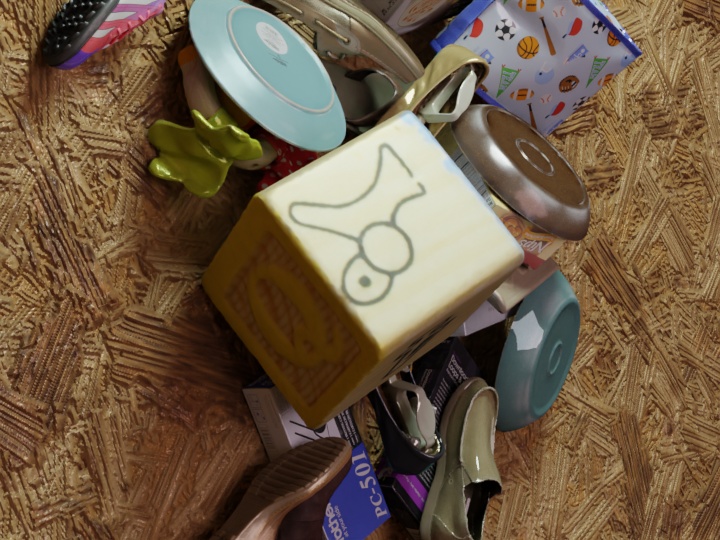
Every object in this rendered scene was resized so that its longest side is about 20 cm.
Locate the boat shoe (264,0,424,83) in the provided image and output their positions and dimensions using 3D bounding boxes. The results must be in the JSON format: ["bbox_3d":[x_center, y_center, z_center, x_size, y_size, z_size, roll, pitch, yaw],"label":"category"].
[{"bbox_3d":[-0.023,-0.251,1.730,0.200,0.065,0.071,38,11,-8],"label":"boat shoe"}]

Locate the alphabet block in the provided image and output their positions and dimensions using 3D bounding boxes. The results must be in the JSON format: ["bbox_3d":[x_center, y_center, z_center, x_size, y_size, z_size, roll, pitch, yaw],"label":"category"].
[{"bbox_3d":[-0.001,0.000,1.604,0.200,0.196,0.195,-31,77,-33],"label":"alphabet block"}]

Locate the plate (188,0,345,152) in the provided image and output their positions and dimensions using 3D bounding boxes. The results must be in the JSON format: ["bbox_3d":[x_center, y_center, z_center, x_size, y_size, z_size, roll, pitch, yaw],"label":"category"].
[{"bbox_3d":[-0.084,-0.201,1.649,0.200,0.026,0.200,34,32,-24],"label":"plate"}]

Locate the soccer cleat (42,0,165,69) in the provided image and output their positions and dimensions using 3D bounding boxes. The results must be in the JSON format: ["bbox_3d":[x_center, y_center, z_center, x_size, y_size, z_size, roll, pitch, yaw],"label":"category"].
[{"bbox_3d":[-0.220,-0.244,1.554,0.073,0.068,0.200,55,48,-34],"label":"soccer cleat"}]

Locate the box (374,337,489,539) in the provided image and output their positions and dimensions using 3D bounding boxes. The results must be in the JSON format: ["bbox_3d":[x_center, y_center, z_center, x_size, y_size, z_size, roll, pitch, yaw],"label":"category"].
[{"bbox_3d":[0.087,0.189,1.846,0.143,0.036,0.200,56,50,-42],"label":"box"}]

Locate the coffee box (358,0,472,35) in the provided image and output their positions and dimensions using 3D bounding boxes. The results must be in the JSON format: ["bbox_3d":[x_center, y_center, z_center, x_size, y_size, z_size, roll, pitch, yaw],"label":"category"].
[{"bbox_3d":[0.074,-0.328,1.831,0.200,0.114,0.080,-26,76,-46],"label":"coffee box"}]

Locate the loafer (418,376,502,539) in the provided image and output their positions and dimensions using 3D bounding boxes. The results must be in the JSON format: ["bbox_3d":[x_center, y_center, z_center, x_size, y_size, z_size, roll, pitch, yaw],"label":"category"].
[{"bbox_3d":[0.121,0.214,1.806,0.076,0.067,0.200,32,67,-53],"label":"loafer"}]

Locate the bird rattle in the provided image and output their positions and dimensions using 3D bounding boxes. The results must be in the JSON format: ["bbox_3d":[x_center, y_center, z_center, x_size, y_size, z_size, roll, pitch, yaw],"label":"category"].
[{"bbox_3d":[-0.111,-0.145,1.641,0.200,0.113,0.163,0,69,-50],"label":"bird rattle"}]

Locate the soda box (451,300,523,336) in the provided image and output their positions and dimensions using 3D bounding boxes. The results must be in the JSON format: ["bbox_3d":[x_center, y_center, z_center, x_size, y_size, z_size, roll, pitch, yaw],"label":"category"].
[{"bbox_3d":[0.136,0.023,1.889,0.200,0.064,0.068,-18,102,-55],"label":"soda box"}]

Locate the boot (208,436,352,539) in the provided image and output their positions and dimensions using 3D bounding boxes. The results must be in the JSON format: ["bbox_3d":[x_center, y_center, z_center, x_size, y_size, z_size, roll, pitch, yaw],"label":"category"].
[{"bbox_3d":[-0.060,0.278,1.655,0.200,0.072,0.166,-42,125,-20],"label":"boot"}]

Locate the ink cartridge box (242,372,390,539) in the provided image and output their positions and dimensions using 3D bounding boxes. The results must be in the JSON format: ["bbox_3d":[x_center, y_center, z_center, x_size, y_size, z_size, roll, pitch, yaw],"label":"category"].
[{"bbox_3d":[-0.043,0.187,1.714,0.094,0.044,0.200,-34,111,-42],"label":"ink cartridge box"}]

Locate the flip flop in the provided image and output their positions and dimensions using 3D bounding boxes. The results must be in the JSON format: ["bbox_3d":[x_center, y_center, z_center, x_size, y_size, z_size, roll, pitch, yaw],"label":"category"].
[{"bbox_3d":[0.005,-0.188,1.794,0.200,0.058,0.081,13,75,-45],"label":"flip flop"}]

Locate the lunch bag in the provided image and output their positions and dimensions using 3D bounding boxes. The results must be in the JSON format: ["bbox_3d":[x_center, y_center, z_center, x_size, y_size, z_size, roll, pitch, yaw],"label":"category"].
[{"bbox_3d":[0.190,-0.267,1.901,0.200,0.170,0.124,28,23,-48],"label":"lunch bag"}]

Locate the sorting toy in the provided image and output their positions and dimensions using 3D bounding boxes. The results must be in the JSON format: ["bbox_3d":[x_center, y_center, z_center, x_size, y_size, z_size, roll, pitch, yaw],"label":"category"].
[{"bbox_3d":[0.118,-0.039,1.833,0.185,0.036,0.200,46,26,7],"label":"sorting toy"}]

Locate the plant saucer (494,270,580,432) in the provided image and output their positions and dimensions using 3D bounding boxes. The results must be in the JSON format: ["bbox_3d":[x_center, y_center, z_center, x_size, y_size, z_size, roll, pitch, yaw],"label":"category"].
[{"bbox_3d":[0.211,0.097,1.940,0.200,0.036,0.200,-47,146,-46],"label":"plant saucer"}]

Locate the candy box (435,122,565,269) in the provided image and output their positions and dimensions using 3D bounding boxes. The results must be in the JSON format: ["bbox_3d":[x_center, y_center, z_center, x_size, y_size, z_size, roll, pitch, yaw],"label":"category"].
[{"bbox_3d":[0.139,-0.102,1.849,0.115,0.055,0.200,23,31,-38],"label":"candy box"}]

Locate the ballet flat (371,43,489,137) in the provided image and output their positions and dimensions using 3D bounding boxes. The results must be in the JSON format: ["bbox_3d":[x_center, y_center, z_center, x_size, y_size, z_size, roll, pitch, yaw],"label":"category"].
[{"bbox_3d":[0.066,-0.161,1.780,0.200,0.063,0.069,-55,139,-16],"label":"ballet flat"}]

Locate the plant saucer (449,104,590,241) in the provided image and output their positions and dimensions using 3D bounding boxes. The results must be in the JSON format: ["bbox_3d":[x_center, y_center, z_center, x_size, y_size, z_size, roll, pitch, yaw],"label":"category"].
[{"bbox_3d":[0.182,-0.115,1.833,0.200,0.032,0.200,35,25,-20],"label":"plant saucer"}]

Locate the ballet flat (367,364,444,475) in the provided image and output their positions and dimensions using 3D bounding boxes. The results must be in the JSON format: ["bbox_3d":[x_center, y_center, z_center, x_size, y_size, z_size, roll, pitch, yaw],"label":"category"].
[{"bbox_3d":[0.035,0.114,1.725,0.073,0.073,0.200,-24,94,-46],"label":"ballet flat"}]
